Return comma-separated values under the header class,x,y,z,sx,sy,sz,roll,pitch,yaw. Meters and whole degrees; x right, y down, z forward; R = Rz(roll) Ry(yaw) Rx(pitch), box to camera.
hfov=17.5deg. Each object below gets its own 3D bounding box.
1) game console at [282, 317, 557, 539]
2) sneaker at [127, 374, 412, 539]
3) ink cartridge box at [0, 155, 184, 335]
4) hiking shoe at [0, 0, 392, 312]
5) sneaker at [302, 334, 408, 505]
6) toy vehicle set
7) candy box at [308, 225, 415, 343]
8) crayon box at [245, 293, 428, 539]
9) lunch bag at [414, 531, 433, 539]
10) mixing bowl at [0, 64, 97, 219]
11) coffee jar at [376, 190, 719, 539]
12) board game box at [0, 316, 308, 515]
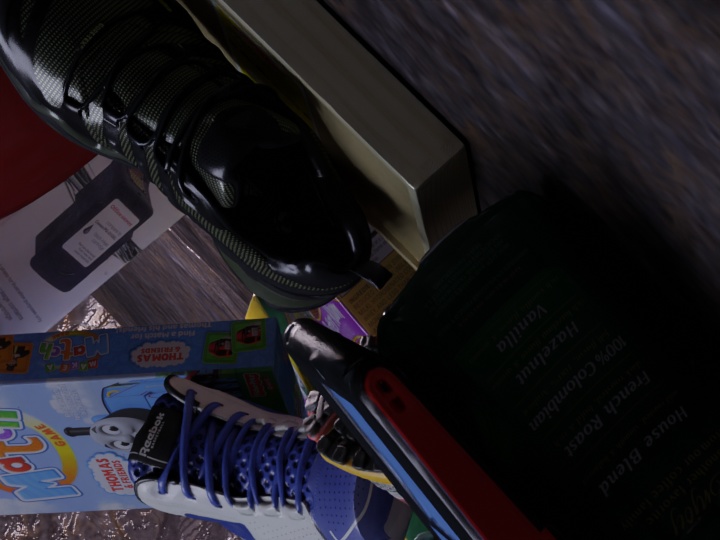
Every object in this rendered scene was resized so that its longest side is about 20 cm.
class,x,y,z,sx,sy,sz,roll,pitch,yaw
game console,0.041,0.093,0.817,0.177,0.031,0.200,47,175,-8
sneaker,-0.051,0.103,1.152,0.115,0.081,0.199,20,168,-19
ink cartridge box,-0.189,-0.052,1.317,0.145,0.200,0.084,39,165,45
hiking shoe,-0.065,-0.065,0.936,0.200,0.076,0.101,40,165,-13
sneaker,0.073,0.081,0.980,0.199,0.078,0.082,20,167,40
toy vehicle set,-0.030,-0.085,0.957,0.200,0.026,0.124,45,171,17
candy box,0.000,0.000,1.098,0.200,0.056,0.117,51,171,-12
crayon box,0.010,0.090,1.325,0.201,0.058,0.173,58,173,2
lunch bag,0.101,0.206,1.027,0.199,0.123,0.170,14,158,1
mixing bowl,-0.156,-0.119,1.035,0.200,0.108,0.201,-13,-90,-77
coffee jar,0.099,0.070,0.815,0.200,0.085,0.104,44,172,20
board game box,-0.130,0.082,1.264,0.152,0.199,0.037,73,-164,-57
